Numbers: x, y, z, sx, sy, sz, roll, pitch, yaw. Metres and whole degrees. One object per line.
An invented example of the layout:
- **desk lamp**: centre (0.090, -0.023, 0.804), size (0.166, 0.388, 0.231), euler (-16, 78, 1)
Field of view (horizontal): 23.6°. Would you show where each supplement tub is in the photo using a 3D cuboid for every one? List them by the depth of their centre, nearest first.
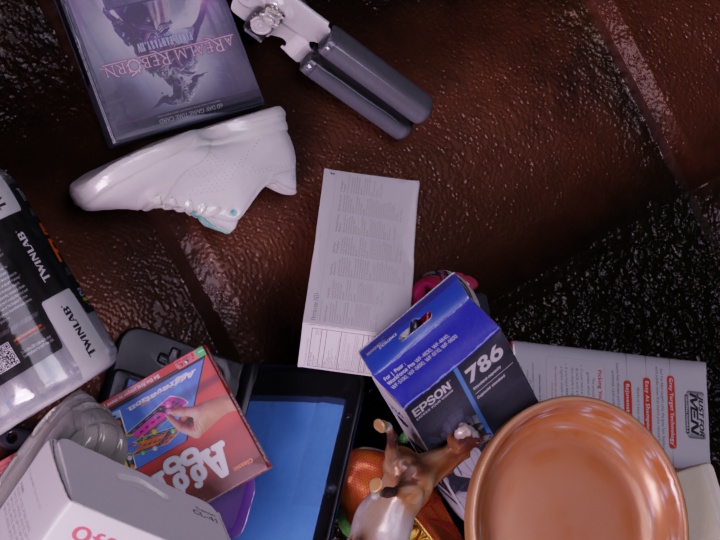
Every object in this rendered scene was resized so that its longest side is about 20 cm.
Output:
- **supplement tub**: centre (-0.276, 0.011, 1.257), size (0.122, 0.122, 0.200), euler (-32, 92, -29)

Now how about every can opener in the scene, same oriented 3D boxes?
- **can opener**: centre (-0.023, -0.190, 1.472), size (0.200, 0.053, 0.067), euler (37, 44, -16)

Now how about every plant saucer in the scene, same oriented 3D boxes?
- **plant saucer**: centre (0.162, 0.197, 1.319), size (0.200, 0.037, 0.201), euler (6, 77, -27)

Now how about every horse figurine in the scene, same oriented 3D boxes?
- **horse figurine**: centre (0.012, 0.186, 1.243), size (0.050, 0.133, 0.200), euler (27, 90, 24)

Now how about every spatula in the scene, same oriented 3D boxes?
- **spatula**: centre (-0.175, 0.147, 1.283), size (0.200, 0.021, 0.057), euler (16, 73, 5)

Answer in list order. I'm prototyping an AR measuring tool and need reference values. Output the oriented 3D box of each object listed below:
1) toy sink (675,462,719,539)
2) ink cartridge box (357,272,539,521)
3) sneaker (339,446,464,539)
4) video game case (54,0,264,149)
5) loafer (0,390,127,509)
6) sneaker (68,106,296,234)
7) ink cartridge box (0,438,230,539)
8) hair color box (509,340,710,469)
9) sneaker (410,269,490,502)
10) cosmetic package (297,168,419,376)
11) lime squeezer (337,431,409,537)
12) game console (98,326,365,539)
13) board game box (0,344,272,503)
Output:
- **toy sink**: centre (0.190, 0.235, 1.422), size (0.200, 0.130, 0.112), euler (-13, 82, -27)
- **ink cartridge box**: centre (0.080, 0.104, 1.316), size (0.099, 0.039, 0.200), euler (-40, 129, -10)
- **sneaker**: centre (0.052, 0.216, 1.343), size (0.073, 0.077, 0.200), euler (-41, 102, 0)
- **video game case**: centre (-0.176, -0.211, 1.426), size (0.143, 0.019, 0.200), euler (-18, 84, -29)
- **loafer**: centre (-0.239, 0.175, 1.232), size (0.070, 0.070, 0.200), euler (32, 101, -42)
- **sneaker**: centre (-0.133, -0.067, 1.383), size (0.200, 0.075, 0.089), euler (-20, 97, -30)
- **ink cartridge box**: centre (-0.199, 0.236, 1.184), size (0.147, 0.086, 0.200), euler (28, 105, -30)
- **hair color box**: centre (0.204, 0.123, 1.498), size (0.200, 0.061, 0.102), euler (8, 73, -23)
- **sneaker**: centre (0.071, 0.100, 1.413), size (0.075, 0.080, 0.201), euler (10, 68, -67)
- **cosmetic package**: centre (0.000, 0.000, 1.373), size (0.082, 0.051, 0.200), euler (9, 39, -2)
- **lime squeezer**: centre (0.021, 0.181, 1.381), size (0.070, 0.038, 0.200), euler (18, 96, 20)
- **game console**: centre (-0.112, 0.148, 1.303), size (0.170, 0.118, 0.200), euler (21, 67, -21)
- **board game box**: centre (-0.175, 0.148, 1.261), size (0.200, 0.019, 0.103), euler (-30, 85, 5)
